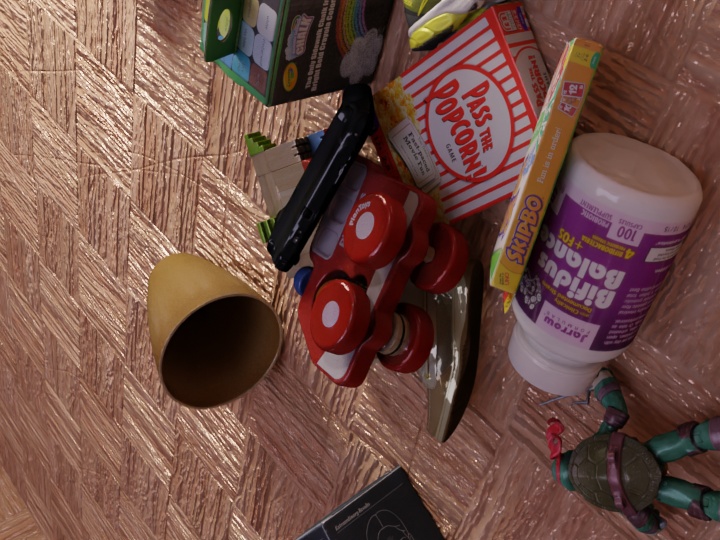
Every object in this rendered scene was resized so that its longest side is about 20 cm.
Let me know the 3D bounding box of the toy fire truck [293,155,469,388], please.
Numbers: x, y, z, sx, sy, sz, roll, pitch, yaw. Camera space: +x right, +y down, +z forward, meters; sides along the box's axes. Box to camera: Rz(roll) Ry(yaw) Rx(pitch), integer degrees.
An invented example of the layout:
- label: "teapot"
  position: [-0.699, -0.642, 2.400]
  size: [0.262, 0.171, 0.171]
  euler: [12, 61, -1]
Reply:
- label: "toy fire truck"
  position: [0.000, 0.000, 0.738]
  size: [0.167, 0.110, 0.204]
  euler: [32, 101, 52]

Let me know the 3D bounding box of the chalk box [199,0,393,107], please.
- label: "chalk box"
  position: [-0.079, -0.254, 0.742]
  size: [0.124, 0.197, 0.127]
  euler: [41, 133, 27]

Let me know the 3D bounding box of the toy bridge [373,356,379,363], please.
- label: "toy bridge"
  position: [0.030, 0.068, 0.895]
  size: [0.067, 0.027, 0.202]
  euler: [49, 135, 20]

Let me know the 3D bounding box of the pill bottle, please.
- label: "pill bottle"
  position: [0.189, 0.002, 0.621]
  size: [0.112, 0.111, 0.204]
  euler: [36, 130, 31]

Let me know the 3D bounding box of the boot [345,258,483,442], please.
- label: "boot"
  position: [0.049, 0.073, 0.810]
  size: [0.151, 0.072, 0.206]
  euler: [12, 111, 24]

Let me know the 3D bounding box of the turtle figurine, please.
- label: "turtle figurine"
  position: [0.241, 0.171, 0.655]
  size: [0.197, 0.100, 0.154]
  euler: [-9, 100, 44]

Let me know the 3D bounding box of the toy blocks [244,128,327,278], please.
- label: "toy blocks"
  position: [-0.045, -0.081, 0.878]
  size: [0.134, 0.099, 0.205]
  euler: [-12, 98, 38]

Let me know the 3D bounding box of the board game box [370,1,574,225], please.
- label: "board game box"
  position: [0.097, -0.132, 0.716]
  size: [0.198, 0.046, 0.155]
  euler: [-25, 88, 50]

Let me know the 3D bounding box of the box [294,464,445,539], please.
- label: "box"
  position: [0.031, 0.381, 0.938]
  size: [0.203, 0.146, 0.107]
  euler: [58, 138, 12]

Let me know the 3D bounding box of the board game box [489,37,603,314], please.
- label: "board game box"
  position: [0.138, -0.073, 0.586]
  size: [0.029, 0.096, 0.205]
  euler: [16, 105, 7]

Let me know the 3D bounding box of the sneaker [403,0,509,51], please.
- label: "sneaker"
  position: [0.095, -0.264, 0.639]
  size: [0.198, 0.073, 0.087]
  euler: [-25, 88, 50]

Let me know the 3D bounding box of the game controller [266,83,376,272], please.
- label: "game controller"
  position: [-0.041, -0.095, 0.772]
  size: [0.041, 0.105, 0.202]
  euler: [27, 119, -11]

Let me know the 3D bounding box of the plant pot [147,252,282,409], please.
- label: "plant pot"
  position: [-0.238, 0.064, 1.099]
  size: [0.200, 0.182, 0.191]
  euler: [43, 135, 43]
